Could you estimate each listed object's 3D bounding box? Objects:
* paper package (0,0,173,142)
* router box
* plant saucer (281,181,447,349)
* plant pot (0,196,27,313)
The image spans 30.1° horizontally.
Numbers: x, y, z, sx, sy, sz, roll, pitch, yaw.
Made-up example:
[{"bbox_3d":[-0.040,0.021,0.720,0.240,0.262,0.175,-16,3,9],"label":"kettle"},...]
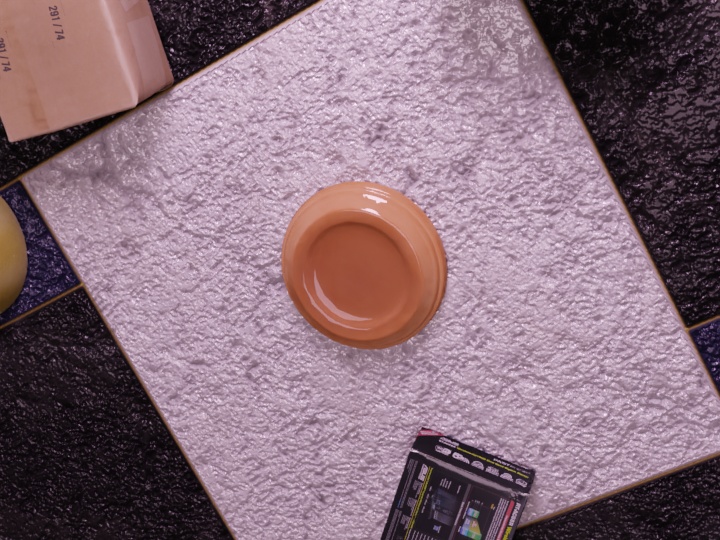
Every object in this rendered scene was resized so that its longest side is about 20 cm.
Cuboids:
[{"bbox_3d":[-0.330,-0.268,1.487,0.188,0.104,0.203,-11,107,21],"label":"paper package"},{"bbox_3d":[0.108,0.306,1.601,0.148,0.062,0.203,21,115,8],"label":"router box"},{"bbox_3d":[0.000,0.000,1.530,0.197,0.038,0.203,5,112,14],"label":"plant saucer"},{"bbox_3d":[-0.525,-0.005,1.623,0.197,0.142,0.203,6,112,14],"label":"plant pot"}]
